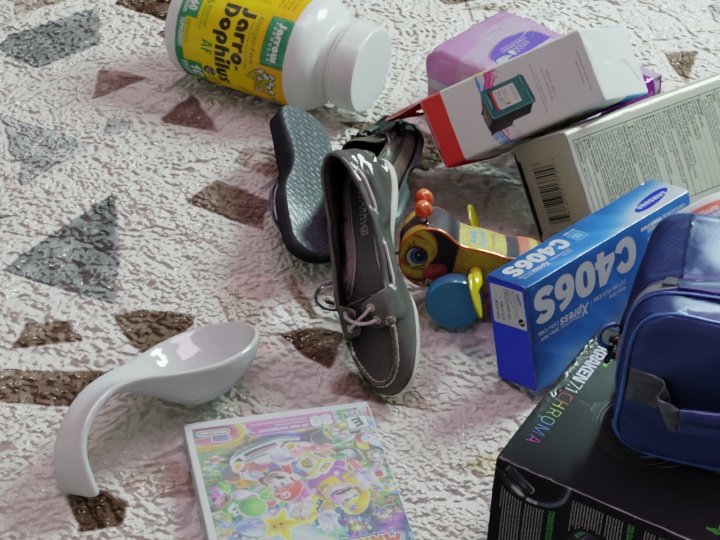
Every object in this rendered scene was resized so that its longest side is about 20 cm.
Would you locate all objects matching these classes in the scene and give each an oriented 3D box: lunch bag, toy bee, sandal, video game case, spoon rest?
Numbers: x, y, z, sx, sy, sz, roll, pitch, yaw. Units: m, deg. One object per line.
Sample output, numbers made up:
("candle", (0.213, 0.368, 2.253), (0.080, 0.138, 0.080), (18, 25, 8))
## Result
("lunch bag", (0.257, 0.057, 1.195), (0.200, 0.136, 0.132), (9, 39, 7))
("toy bee", (0.073, -0.009, 1.449), (0.200, 0.109, 0.131), (-9, 37, -17))
("sandal", (-0.049, -0.067, 1.572), (0.076, 0.043, 0.200), (31, 29, -25))
("video game case", (-0.041, 0.172, 1.281), (0.143, 0.018, 0.200), (-6, 38, -12))
("spoon rest", (-0.154, 0.088, 1.341), (0.099, 0.061, 0.200), (1, 31, 40))

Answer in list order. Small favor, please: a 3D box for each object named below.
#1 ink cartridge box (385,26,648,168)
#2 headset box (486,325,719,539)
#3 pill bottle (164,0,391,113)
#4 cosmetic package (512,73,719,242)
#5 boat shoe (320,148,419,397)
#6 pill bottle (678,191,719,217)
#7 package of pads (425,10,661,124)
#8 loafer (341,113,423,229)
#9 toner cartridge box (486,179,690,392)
("ink cartridge box", (0.135, -0.145, 1.570), (0.200, 0.067, 0.116), (-22, -2, 29))
("headset box", (0.217, 0.151, 1.259), (0.200, 0.093, 0.174), (22, 42, 23))
("pill bottle", (-0.077, -0.217, 1.714), (0.200, 0.113, 0.113), (20, 41, 21))
("cosmetic package", (0.244, -0.095, 1.558), (0.200, 0.104, 0.087), (-19, 4, -27))
("boat shoe", (0.000, 0.000, 1.404), (0.057, 0.067, 0.200), (14, 63, -48))
("pill bottle", (0.309, 0.043, 1.380), (0.112, 0.112, 0.200), (-8, 49, -13))
("package of pads", (0.171, -0.170, 1.696), (0.200, 0.076, 0.120), (29, 47, 31))
("loafer", (0.010, -0.093, 1.566), (0.063, 0.072, 0.200), (42, 26, -18))
("toner cartridge box", (0.188, 0.010, 1.438), (0.200, 0.095, 0.043), (-29, 34, -34))
